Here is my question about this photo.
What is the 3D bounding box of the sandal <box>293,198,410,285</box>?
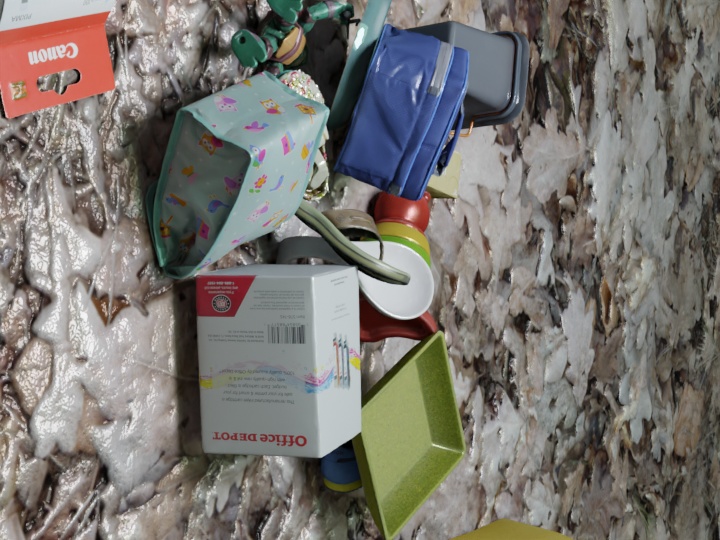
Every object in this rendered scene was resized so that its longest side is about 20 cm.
[{"bbox_3d":[-0.019,-0.052,1.566,0.057,0.201,0.080,-50,176,-4],"label":"sandal"}]

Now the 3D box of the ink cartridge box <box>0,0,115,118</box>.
[{"bbox_3d":[-0.292,-0.263,1.300,0.162,0.057,0.201,-29,110,-53],"label":"ink cartridge box"}]

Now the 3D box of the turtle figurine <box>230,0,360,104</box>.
[{"bbox_3d":[-0.081,-0.261,1.574,0.150,0.100,0.200,-68,164,1],"label":"turtle figurine"}]

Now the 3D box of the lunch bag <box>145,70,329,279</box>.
[{"bbox_3d":[-0.139,-0.096,1.467,0.170,0.122,0.200,-37,156,-51],"label":"lunch bag"}]

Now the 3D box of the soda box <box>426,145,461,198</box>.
[{"bbox_3d":[0.061,-0.149,1.825,0.200,0.064,0.068,18,76,-55],"label":"soda box"}]

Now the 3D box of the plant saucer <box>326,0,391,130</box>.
[{"bbox_3d":[0.001,-0.262,1.654,0.200,0.027,0.201,-161,-90,-87],"label":"plant saucer"}]

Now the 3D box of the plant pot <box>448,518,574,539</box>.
[{"bbox_3d":[0.259,0.495,2.024,0.195,0.199,0.195,-3,94,-57],"label":"plant pot"}]

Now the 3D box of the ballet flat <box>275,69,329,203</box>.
[{"bbox_3d":[-0.062,-0.152,1.571,0.075,0.064,0.200,-32,151,-15],"label":"ballet flat"}]

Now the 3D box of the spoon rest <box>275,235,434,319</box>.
[{"bbox_3d":[0.000,0.000,1.639,0.199,0.061,0.100,15,63,-16],"label":"spoon rest"}]

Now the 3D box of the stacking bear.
[{"bbox_3d":[0.045,-0.020,1.773,0.114,0.121,0.201,57,37,-50],"label":"stacking bear"}]

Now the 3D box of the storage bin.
[{"bbox_3d":[0.100,-0.254,1.779,0.134,0.199,0.146,13,80,-45],"label":"storage bin"}]

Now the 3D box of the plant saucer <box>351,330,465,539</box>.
[{"bbox_3d":[0.052,0.205,1.714,0.200,0.048,0.200,-41,128,-43],"label":"plant saucer"}]

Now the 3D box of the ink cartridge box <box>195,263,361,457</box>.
[{"bbox_3d":[-0.088,0.098,1.510,0.145,0.145,0.201,-14,104,-70],"label":"ink cartridge box"}]

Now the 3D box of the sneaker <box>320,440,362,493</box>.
[{"bbox_3d":[0.018,0.211,1.760,0.200,0.066,0.079,-32,128,-49],"label":"sneaker"}]

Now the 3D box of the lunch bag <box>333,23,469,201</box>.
[{"bbox_3d":[0.057,-0.181,1.633,0.136,0.132,0.201,-74,-177,-57],"label":"lunch bag"}]
